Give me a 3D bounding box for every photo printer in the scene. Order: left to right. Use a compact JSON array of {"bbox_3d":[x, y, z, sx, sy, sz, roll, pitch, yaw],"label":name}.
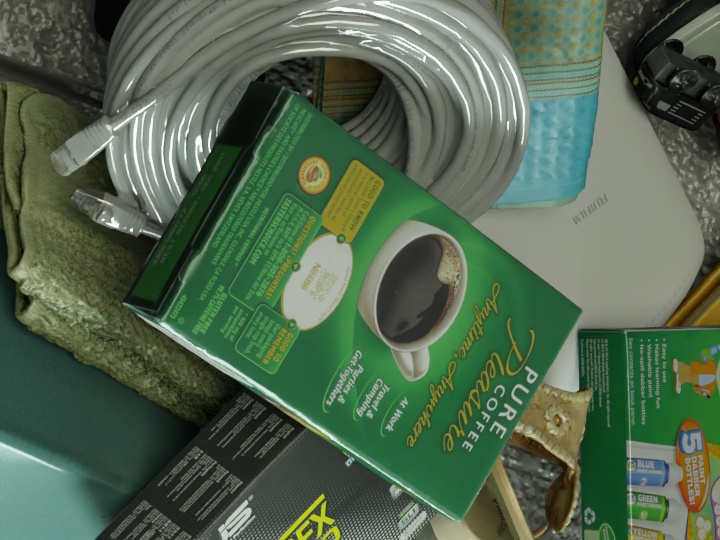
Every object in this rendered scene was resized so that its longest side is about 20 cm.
[{"bbox_3d":[0.099,-0.036,1.336,0.166,0.069,0.201,-35,104,-35],"label":"photo printer"}]

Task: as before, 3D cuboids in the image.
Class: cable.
[{"bbox_3d":[-0.022,-0.079,1.148,0.200,0.069,0.200,29,121,-32],"label":"cable"}]

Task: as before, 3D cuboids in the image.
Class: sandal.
[{"bbox_3d":[0.084,0.067,1.257,0.069,0.078,0.212,-25,86,-2],"label":"sandal"}]

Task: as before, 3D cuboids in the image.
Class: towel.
[{"bbox_3d":[-0.110,0.000,1.219,0.036,0.149,0.200,-30,137,23],"label":"towel"},{"bbox_3d":[0.049,-0.112,1.194,0.146,0.022,0.201,-3,129,-7],"label":"towel"}]

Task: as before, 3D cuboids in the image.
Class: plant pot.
[{"bbox_3d":[-0.180,0.080,1.191,0.200,0.142,0.141,28,126,-32],"label":"plant pot"}]

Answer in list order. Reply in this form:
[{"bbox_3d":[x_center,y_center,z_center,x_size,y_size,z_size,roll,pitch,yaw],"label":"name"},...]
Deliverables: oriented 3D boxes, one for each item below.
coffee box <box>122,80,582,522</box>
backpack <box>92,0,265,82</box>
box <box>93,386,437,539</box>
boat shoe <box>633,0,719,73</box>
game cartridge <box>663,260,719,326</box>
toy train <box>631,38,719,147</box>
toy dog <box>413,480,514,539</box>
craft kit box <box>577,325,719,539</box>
[{"bbox_3d":[0.000,0.017,1.115,0.200,0.044,0.123,34,81,-31],"label":"coffee box"},{"bbox_3d":[-0.053,-0.197,1.233,0.190,0.200,0.154,-29,64,-19],"label":"backpack"},{"bbox_3d":[-0.035,0.120,1.203,0.200,0.044,0.160,-45,148,-19],"label":"box"},{"bbox_3d":[0.238,-0.168,1.408,0.199,0.076,0.060,-27,59,-9],"label":"boat shoe"},{"bbox_3d":[0.252,0.082,1.417,0.176,0.032,0.200,-43,117,-18],"label":"game cartridge"},{"bbox_3d":[0.226,-0.081,1.389,0.200,0.034,0.046,20,127,-39],"label":"toy train"},{"bbox_3d":[0.088,0.193,1.344,0.096,0.131,0.201,-45,115,-54],"label":"toy dog"},{"bbox_3d":[0.208,0.129,1.332,0.197,0.048,0.201,-1,89,-38],"label":"craft kit box"}]
